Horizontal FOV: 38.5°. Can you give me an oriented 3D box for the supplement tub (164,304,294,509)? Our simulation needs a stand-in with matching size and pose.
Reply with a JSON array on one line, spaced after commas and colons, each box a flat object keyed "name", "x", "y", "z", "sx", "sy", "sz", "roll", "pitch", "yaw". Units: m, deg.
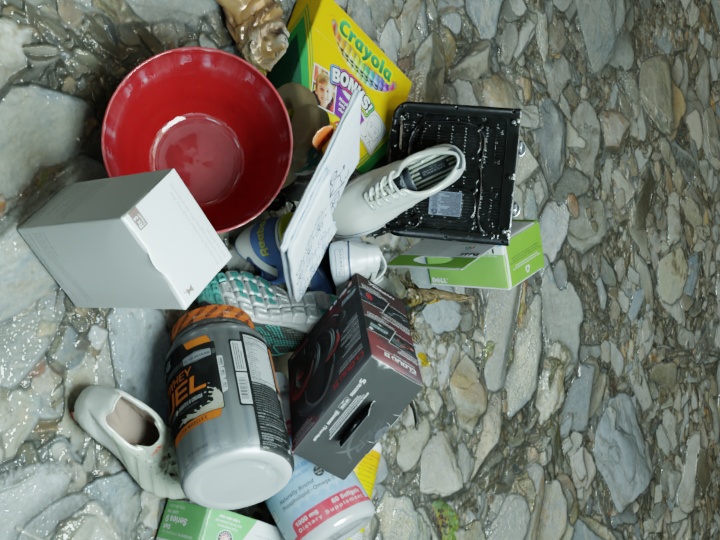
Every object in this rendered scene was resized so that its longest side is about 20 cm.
[{"name": "supplement tub", "x": -0.147, "y": 0.144, "z": 1.120, "sx": 0.122, "sy": 0.122, "sz": 0.201, "roll": 32, "pitch": 31, "yaw": -43}]

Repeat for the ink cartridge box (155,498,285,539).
[{"name": "ink cartridge box", "x": -0.171, "y": 0.376, "z": 1.164, "sx": 0.145, "sy": 0.087, "sz": 0.202, "roll": 31, "pitch": 65, "yaw": -43}]

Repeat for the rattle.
[{"name": "rattle", "x": -0.042, "y": -0.134, "z": 1.186, "sx": 0.143, "sy": 0.199, "sz": 0.131, "roll": 37, "pitch": 75, "yaw": -32}]

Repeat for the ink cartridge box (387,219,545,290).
[{"name": "ink cartridge box", "x": 0.151, "y": -0.009, "z": 1.489, "sx": 0.199, "sy": 0.147, "sz": 0.077, "roll": -30, "pitch": 115, "yaw": -43}]

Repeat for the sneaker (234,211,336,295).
[{"name": "sneaker", "x": -0.085, "y": -0.016, "z": 1.290, "sx": 0.200, "sy": 0.081, "sz": 0.075, "roll": 43, "pitch": 39, "yaw": -60}]

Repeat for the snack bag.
[{"name": "snack bag", "x": -0.038, "y": -0.077, "z": 1.143, "sx": 0.189, "sy": 0.021, "sz": 0.202, "roll": 91, "pitch": 22, "yaw": -72}]

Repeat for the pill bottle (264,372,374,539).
[{"name": "pill bottle", "x": -0.075, "y": 0.224, "z": 1.203, "sx": 0.108, "sy": 0.109, "sz": 0.201, "roll": -11, "pitch": 60, "yaw": -47}]

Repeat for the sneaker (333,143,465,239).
[{"name": "sneaker", "x": 0.039, "y": -0.105, "z": 1.295, "sx": 0.073, "sy": 0.199, "sz": 0.071, "roll": 60, "pitch": 3, "yaw": 4}]

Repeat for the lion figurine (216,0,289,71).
[{"name": "lion figurine", "x": -0.154, "y": -0.340, "z": 1.227, "sx": 0.199, "sy": 0.072, "sz": 0.123, "roll": 38, "pitch": 74, "yaw": -25}]

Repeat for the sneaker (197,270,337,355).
[{"name": "sneaker", "x": -0.111, "y": 0.065, "z": 1.250, "sx": 0.198, "sy": 0.092, "sz": 0.078, "roll": 17, "pitch": 34, "yaw": -26}]

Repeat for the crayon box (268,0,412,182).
[{"name": "crayon box", "x": -0.028, "y": -0.231, "z": 1.360, "sx": 0.200, "sy": 0.058, "sz": 0.174, "roll": 38, "pitch": 62, "yaw": -41}]

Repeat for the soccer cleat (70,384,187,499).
[{"name": "soccer cleat", "x": -0.227, "y": 0.191, "z": 1.113, "sx": 0.200, "sy": 0.077, "sz": 0.070, "roll": 48, "pitch": 56, "yaw": -36}]

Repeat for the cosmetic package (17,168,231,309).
[{"name": "cosmetic package", "x": -0.235, "y": -0.027, "z": 1.018, "sx": 0.081, "sy": 0.199, "sz": 0.113, "roll": -52, "pitch": 125, "yaw": -35}]

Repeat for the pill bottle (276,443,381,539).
[{"name": "pill bottle", "x": -0.037, "y": 0.265, "z": 1.301, "sx": 0.109, "sy": 0.109, "sz": 0.202, "roll": 30, "pitch": 68, "yaw": -43}]

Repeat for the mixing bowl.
[{"name": "mixing bowl", "x": -0.177, "y": -0.131, "z": 1.126, "sx": 0.198, "sy": 0.108, "sz": 0.203, "roll": 1, "pitch": 85, "yaw": -10}]

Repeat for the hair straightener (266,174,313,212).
[{"name": "hair straightener", "x": -0.096, "y": -0.097, "z": 1.270, "sx": 0.199, "sy": 0.041, "sz": 0.077, "roll": 0, "pitch": 48, "yaw": -48}]

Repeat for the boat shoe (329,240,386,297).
[{"name": "boat shoe", "x": 0.000, "y": 0.000, "z": 1.291, "sx": 0.200, "sy": 0.066, "sz": 0.074, "roll": 16, "pitch": 71, "yaw": -88}]

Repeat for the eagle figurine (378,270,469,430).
[{"name": "eagle figurine", "x": 0.048, "y": 0.111, "z": 1.412, "sx": 0.150, "sy": 0.151, "sz": 0.202, "roll": 22, "pitch": 106, "yaw": -5}]

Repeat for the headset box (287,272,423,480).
[{"name": "headset box", "x": -0.010, "y": 0.120, "z": 1.148, "sx": 0.075, "sy": 0.149, "sz": 0.201, "roll": 31, "pitch": 22, "yaw": -20}]

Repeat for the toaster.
[{"name": "toaster", "x": 0.119, "y": -0.128, "z": 1.387, "sx": 0.119, "sy": 0.198, "sz": 0.183, "roll": -14, "pitch": 108, "yaw": -79}]
